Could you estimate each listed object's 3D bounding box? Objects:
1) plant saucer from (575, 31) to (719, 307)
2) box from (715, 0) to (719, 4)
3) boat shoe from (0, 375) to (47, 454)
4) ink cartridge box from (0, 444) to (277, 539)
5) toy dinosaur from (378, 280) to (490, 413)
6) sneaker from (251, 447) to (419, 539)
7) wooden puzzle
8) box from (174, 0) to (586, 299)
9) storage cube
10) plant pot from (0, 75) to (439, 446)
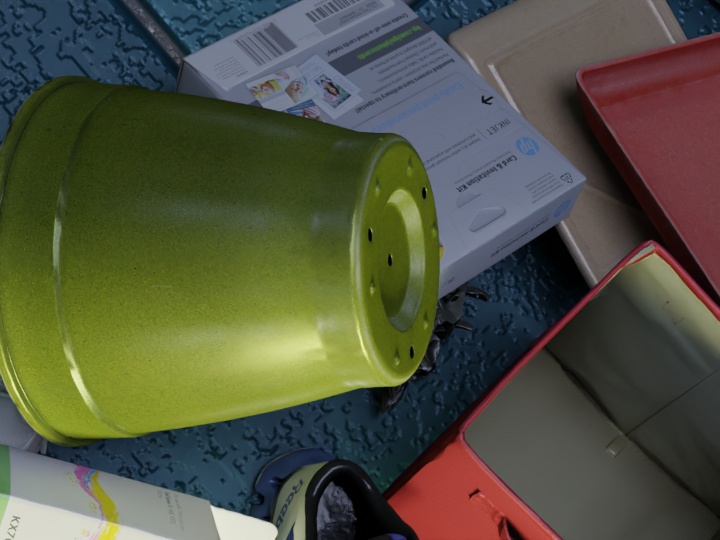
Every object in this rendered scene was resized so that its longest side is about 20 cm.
[{"bbox_3d":[0.245,-0.055,1.299,0.199,0.037,0.200,-17,68,-36],"label":"plant saucer"},{"bbox_3d":[0.313,-0.258,1.402,0.176,0.097,0.200,37,68,-6],"label":"box"},{"bbox_3d":[-0.188,0.053,1.156,0.074,0.086,0.203,30,72,-10],"label":"boat shoe"},{"bbox_3d":[-0.149,0.174,1.130,0.199,0.067,0.118,16,105,-16],"label":"ink cartridge box"},{"bbox_3d":[0.000,0.000,1.238,0.200,0.102,0.136,-44,78,-1],"label":"toy dinosaur"},{"bbox_3d":[-0.016,0.194,1.173,0.080,0.115,0.201,-1,79,-19],"label":"sneaker"},{"bbox_3d":[0.161,-0.092,1.327,0.185,0.037,0.201,-29,85,-38],"label":"wooden puzzle"},{"bbox_3d":[0.011,-0.078,1.229,0.156,0.041,0.200,-31,66,-33],"label":"box"},{"bbox_3d":[0.136,0.123,1.192,0.171,0.180,0.200,45,64,3],"label":"storage cube"},{"bbox_3d":[-0.065,-0.005,1.099,0.192,0.200,0.202,0,75,20],"label":"plant pot"}]
